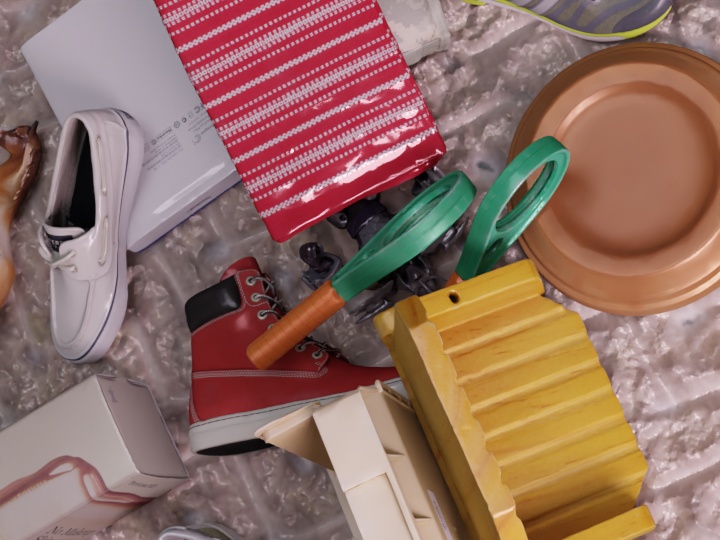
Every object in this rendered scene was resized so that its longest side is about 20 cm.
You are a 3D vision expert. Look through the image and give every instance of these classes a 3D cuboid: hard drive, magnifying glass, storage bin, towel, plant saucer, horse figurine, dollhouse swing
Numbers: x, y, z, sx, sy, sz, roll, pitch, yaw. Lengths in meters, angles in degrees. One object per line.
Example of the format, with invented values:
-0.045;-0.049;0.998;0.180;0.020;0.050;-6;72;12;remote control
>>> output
-0.174;-0.133;1.513;0.132;0.025;0.201;-34;71;11;hard drive
0.087;-0.012;1.351;0.022;0.079;0.201;43;121;18;magnifying glass
0.026;0.193;1.287;0.093;0.199;0.201;-25;72;9;storage bin
-0.041;-0.135;1.346;0.144;0.022;0.201;-27;103;-2;towel
0.197;-0.070;1.363;0.199;0.037;0.202;-4;78;18;plant saucer
-0.322;-0.020;1.524;0.131;0.050;0.202;-1;70;2;horse figurine
0.115;0.089;1.245;0.181;0.176;0.201;-19;76;-19;dollhouse swing
0.000;0.000;1.341;0.200;0.080;0.022;-41;101;10;magnifying glass

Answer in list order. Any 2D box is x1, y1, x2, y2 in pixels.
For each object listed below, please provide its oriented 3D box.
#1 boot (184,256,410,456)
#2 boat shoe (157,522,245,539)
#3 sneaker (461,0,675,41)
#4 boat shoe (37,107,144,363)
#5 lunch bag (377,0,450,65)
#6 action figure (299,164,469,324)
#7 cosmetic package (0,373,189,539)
-0.042;0.052;1.405;0.199;0.072;0.145;-10;74;24;boot
-0.064;0.252;1.378;0.202;0.065;0.075;38;93;22;boat shoe
0.134;-0.220;1.390;0.199;0.081;0.074;13;84;21;sneaker
-0.216;-0.026;1.465;0.072;0.066;0.202;21;103;33;boat shoe
-0.040;-0.218;1.414;0.163;0.118;0.201;-18;71;-7;lunch bag
-0.006;-0.049;1.415;0.130;0.069;0.200;-39;74;-3;action figure
-0.244;0.166;1.439;0.199;0.103;0.088;-32;73;13;cosmetic package
